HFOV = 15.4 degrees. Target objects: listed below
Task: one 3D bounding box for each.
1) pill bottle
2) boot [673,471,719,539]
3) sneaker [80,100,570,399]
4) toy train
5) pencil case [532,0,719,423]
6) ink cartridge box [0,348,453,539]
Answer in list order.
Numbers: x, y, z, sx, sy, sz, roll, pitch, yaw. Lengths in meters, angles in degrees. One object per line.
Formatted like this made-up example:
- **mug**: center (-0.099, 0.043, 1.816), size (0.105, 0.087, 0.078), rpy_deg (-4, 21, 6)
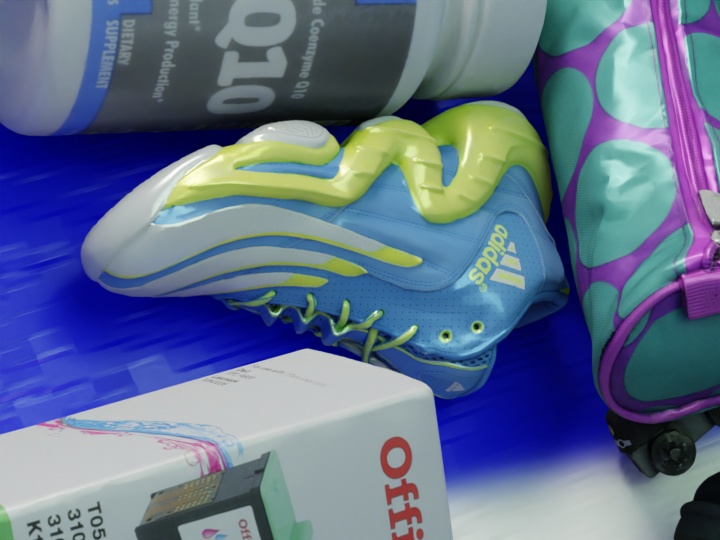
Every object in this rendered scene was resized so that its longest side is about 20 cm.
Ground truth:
- **pill bottle**: center (-0.038, -0.109, 0.992), size (0.199, 0.114, 0.114), rpy_deg (-4, 66, -26)
- **boot**: center (0.224, 0.054, 1.017), size (0.200, 0.076, 0.169), rpy_deg (17, 82, -19)
- **sneaker**: center (0.000, 0.000, 0.977), size (0.200, 0.076, 0.105), rpy_deg (-16, 72, -31)
- **toy train**: center (0.174, 0.003, 1.025), size (0.200, 0.034, 0.046), rpy_deg (-40, 100, -4)
- **pencil case**: center (0.114, -0.044, 0.999), size (0.085, 0.093, 0.200), rpy_deg (2, 51, -13)
- **ink cartridge box**: center (-0.068, 0.121, 0.843), size (0.200, 0.084, 0.145), rpy_deg (-15, 103, -30)
